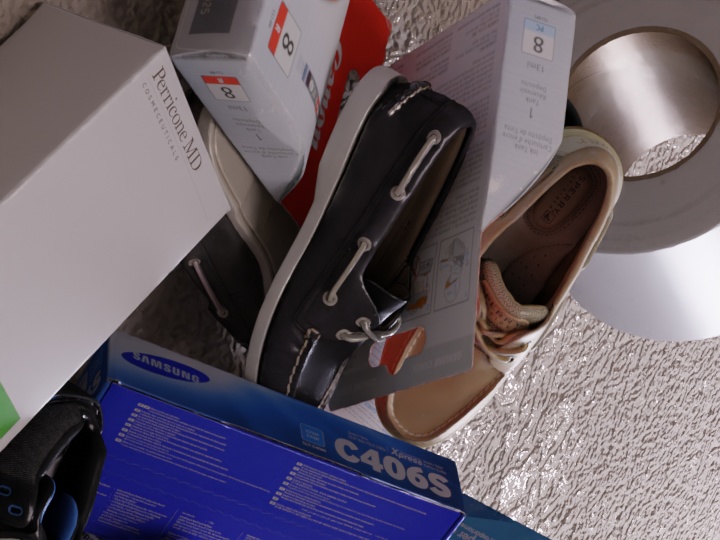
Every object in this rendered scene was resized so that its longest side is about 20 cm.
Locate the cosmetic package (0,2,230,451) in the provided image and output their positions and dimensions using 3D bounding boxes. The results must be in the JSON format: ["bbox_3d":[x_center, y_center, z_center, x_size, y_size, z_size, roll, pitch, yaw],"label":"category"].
[{"bbox_3d":[-0.160,-0.009,0.806,0.200,0.085,0.108,-48,141,-25],"label":"cosmetic package"}]

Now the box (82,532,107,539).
[{"bbox_3d":[-0.108,0.161,0.968,0.121,0.032,0.200,48,69,-12],"label":"box"}]

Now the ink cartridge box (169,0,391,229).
[{"bbox_3d":[-0.017,-0.117,0.931,0.200,0.050,0.163,51,46,-52],"label":"ink cartridge box"}]

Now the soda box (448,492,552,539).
[{"bbox_3d":[0.028,0.157,1.079,0.068,0.199,0.064,-54,149,-18],"label":"soda box"}]

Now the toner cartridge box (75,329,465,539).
[{"bbox_3d":[-0.056,0.108,0.929,0.199,0.043,0.095,23,119,-21],"label":"toner cartridge box"}]

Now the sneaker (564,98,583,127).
[{"bbox_3d":[0.072,-0.019,1.040,0.099,0.070,0.201,141,-37,-70],"label":"sneaker"}]

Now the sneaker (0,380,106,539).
[{"bbox_3d":[-0.192,0.119,0.813,0.200,0.112,0.073,-53,143,-22],"label":"sneaker"}]

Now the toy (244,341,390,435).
[{"bbox_3d":[-0.011,0.031,1.076,0.115,0.047,0.201,41,65,-32],"label":"toy"}]

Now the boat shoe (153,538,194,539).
[{"bbox_3d":[-0.165,0.171,0.870,0.200,0.071,0.091,-35,117,-10],"label":"boat shoe"}]

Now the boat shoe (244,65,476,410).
[{"bbox_3d":[0.000,0.000,0.927,0.074,0.060,0.201,-7,121,-66],"label":"boat shoe"}]

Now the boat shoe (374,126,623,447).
[{"bbox_3d":[0.071,0.015,0.984,0.200,0.072,0.065,-54,-173,14],"label":"boat shoe"}]

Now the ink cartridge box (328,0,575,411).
[{"bbox_3d":[0.046,-0.029,0.979,0.047,0.160,0.201,14,73,-24],"label":"ink cartridge box"}]

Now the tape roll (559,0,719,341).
[{"bbox_3d":[0.194,-0.073,1.181,0.203,0.202,0.139,-59,148,-12],"label":"tape roll"}]

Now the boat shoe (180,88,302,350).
[{"bbox_3d":[-0.067,-0.016,0.958,0.200,0.057,0.067,69,33,-44],"label":"boat shoe"}]
